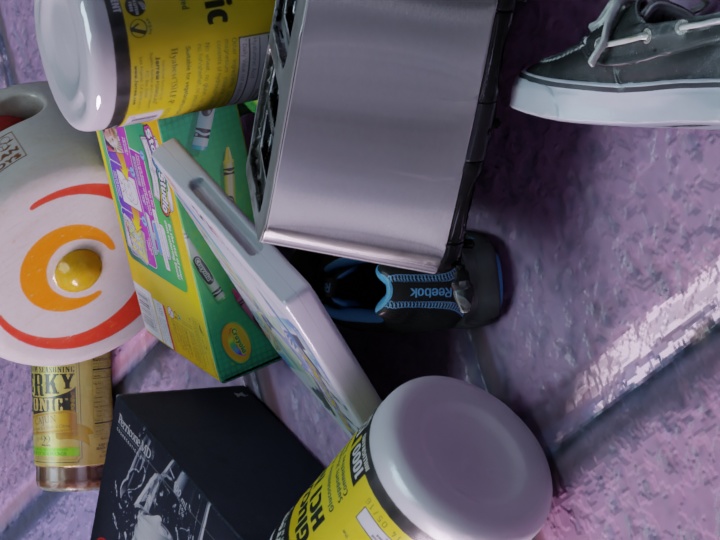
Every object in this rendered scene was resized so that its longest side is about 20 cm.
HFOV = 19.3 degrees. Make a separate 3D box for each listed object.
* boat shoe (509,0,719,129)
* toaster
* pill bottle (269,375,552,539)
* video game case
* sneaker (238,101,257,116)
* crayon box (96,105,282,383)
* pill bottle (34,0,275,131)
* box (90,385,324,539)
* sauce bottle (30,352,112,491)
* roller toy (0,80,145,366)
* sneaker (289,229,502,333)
[{"bbox_3d":[0.145,-0.105,1.040,0.199,0.073,0.068,8,96,62],"label":"boat shoe"},{"bbox_3d":[0.011,-0.105,1.157,0.200,0.118,0.181,-105,23,-66],"label":"toaster"},{"bbox_3d":[0.014,0.160,1.217,0.200,0.112,0.113,-52,50,39],"label":"pill bottle"},{"bbox_3d":[-0.042,0.031,1.283,0.182,0.022,0.200,46,170,46],"label":"video game case"},{"bbox_3d":[-0.075,-0.136,1.409,0.200,0.074,0.084,40,151,45],"label":"sneaker"},{"bbox_3d":[-0.116,-0.038,1.417,0.119,0.058,0.201,29,136,54],"label":"crayon box"},{"bbox_3d":[-0.087,-0.154,1.276,0.111,0.199,0.112,42,139,53],"label":"pill bottle"},{"bbox_3d":[-0.094,0.203,1.415,0.200,0.104,0.183,40,123,49],"label":"box"},{"bbox_3d":[-0.227,0.071,1.653,0.065,0.065,0.201,-3,90,58],"label":"sauce bottle"},{"bbox_3d":[-0.223,-0.030,1.518,0.140,0.200,0.183,51,128,48],"label":"roller toy"},{"bbox_3d":[0.000,0.000,1.271,0.200,0.082,0.073,-1,93,59],"label":"sneaker"}]
